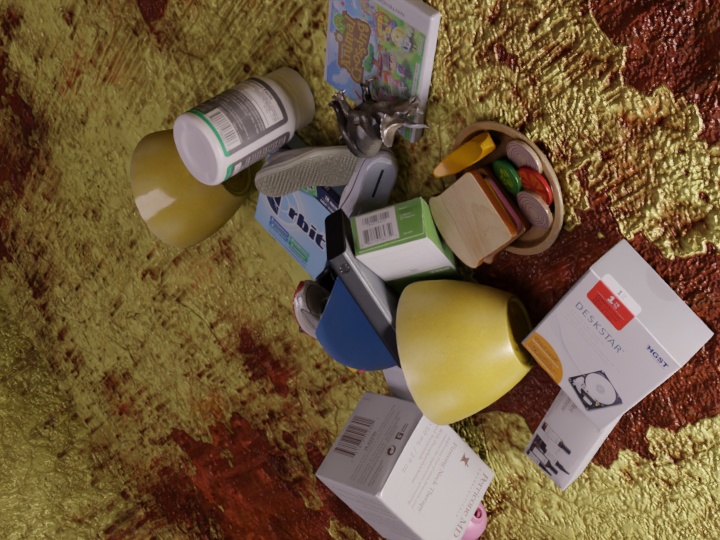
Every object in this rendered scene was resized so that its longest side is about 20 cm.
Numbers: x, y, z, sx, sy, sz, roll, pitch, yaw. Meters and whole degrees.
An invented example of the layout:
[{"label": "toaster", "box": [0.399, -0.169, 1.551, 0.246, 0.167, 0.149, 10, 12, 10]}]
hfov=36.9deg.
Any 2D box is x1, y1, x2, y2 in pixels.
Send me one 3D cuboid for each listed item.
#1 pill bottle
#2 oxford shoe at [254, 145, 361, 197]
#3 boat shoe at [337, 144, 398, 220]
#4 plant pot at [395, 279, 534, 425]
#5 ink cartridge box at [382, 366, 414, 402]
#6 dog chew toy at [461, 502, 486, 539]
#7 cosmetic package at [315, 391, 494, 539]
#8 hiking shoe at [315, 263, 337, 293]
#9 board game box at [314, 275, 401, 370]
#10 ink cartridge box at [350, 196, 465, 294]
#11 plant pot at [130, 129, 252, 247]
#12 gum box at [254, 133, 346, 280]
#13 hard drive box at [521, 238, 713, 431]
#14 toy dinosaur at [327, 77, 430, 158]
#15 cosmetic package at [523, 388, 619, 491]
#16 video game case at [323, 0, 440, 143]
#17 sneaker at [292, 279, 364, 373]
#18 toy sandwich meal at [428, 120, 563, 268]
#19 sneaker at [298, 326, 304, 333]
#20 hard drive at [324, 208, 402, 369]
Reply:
[{"label": "pill bottle", "box": [-0.168, -0.218, 1.597, 0.112, 0.199, 0.114, 33, 141, 32]}, {"label": "oxford shoe", "box": [-0.069, -0.160, 1.610, 0.197, 0.058, 0.076, -10, 135, 27]}, {"label": "boat shoe", "box": [0.008, -0.099, 1.572, 0.072, 0.067, 0.201, 18, 127, -15]}, {"label": "plant pot", "box": [0.156, 0.098, 1.475, 0.140, 0.200, 0.203, -16, 107, 28]}, {"label": "ink cartridge box", "box": [0.079, 0.138, 1.718, 0.108, 0.050, 0.203, 11, 125, 50]}, {"label": "dog chew toy", "box": [0.140, 0.433, 1.833, 0.125, 0.124, 0.200, 55, 141, 2]}, {"label": "cosmetic package", "box": [0.072, 0.325, 1.726, 0.165, 0.169, 0.200, 5, 146, 50]}, {"label": "hiking shoe", "box": [0.000, 0.000, 1.660, 0.075, 0.086, 0.200, 63, 148, 7]}, {"label": "board game box", "box": [0.023, 0.050, 1.607, 0.039, 0.156, 0.203, -120, 51, -65]}, {"label": "ink cartridge box", "box": [0.069, -0.029, 1.492, 0.200, 0.102, 0.060, 39, -141, -63]}, {"label": "plant pot", "box": [-0.265, -0.154, 1.812, 0.140, 0.200, 0.203, -15, 108, 30]}, {"label": "gum box", "box": [-0.090, -0.101, 1.741, 0.170, 0.044, 0.201, 45, 147, 19]}, {"label": "hard drive box", "box": [0.310, 0.083, 1.332, 0.156, 0.076, 0.201, 48, 147, 13]}, {"label": "toy dinosaur", "box": [0.001, -0.193, 1.467, 0.199, 0.076, 0.103, -32, 85, 56]}, {"label": "cosmetic package", "box": [0.295, 0.220, 1.495, 0.082, 0.050, 0.201, 42, 145, 20]}, {"label": "video game case", "box": [0.023, -0.295, 1.439, 0.181, 0.022, 0.202, 39, 144, 27]}, {"label": "sneaker", "box": [-0.025, 0.079, 1.667, 0.081, 0.079, 0.200, -16, 133, 44]}, {"label": "toy sandwich meal", "box": [0.167, -0.093, 1.375, 0.204, 0.070, 0.207, 34, 142, 32]}, {"label": "sneaker", "box": [-0.044, 0.072, 1.811, 0.200, 0.113, 0.077, 173, 102, -86]}, {"label": "hard drive", "box": [0.016, 0.026, 1.496, 0.201, 0.033, 0.140, 57, -168, -25]}]
